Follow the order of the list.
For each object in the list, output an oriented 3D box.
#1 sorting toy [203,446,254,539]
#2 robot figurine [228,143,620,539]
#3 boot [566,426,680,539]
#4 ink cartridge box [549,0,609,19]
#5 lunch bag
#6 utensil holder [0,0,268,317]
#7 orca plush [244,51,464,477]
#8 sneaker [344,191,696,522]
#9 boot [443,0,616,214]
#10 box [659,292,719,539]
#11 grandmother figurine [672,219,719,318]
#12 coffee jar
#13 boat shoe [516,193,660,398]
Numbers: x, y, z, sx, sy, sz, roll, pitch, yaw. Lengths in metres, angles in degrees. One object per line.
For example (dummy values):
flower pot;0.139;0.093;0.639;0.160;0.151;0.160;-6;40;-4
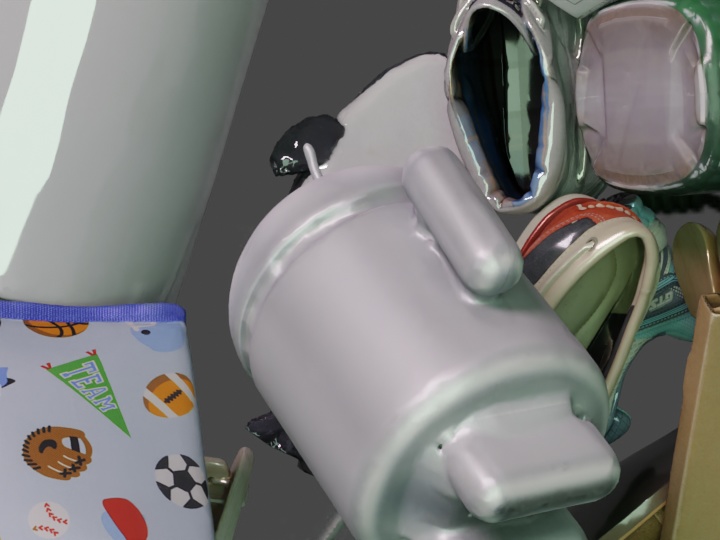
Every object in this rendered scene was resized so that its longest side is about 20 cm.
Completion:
sorting toy;-0.156;0.151;0.907;0.199;0.180;0.107;7;119;0
robot figurine;0.020;0.037;0.833;0.112;0.200;0.170;-5;132;-33
boot;0.156;0.111;0.976;0.200;0.074;0.076;-37;103;-1
ink cartridge box;0.043;-0.206;0.886;0.199;0.050;0.109;31;70;-13
lunch bag;-0.164;0.105;0.820;0.199;0.171;0.124;2;136;-18
utensil holder;-0.128;-0.094;0.912;0.169;0.170;0.201;15;95;-1
orca plush;0.000;0.000;0.965;0.105;0.071;0.201;10;73;-11
sneaker;0.077;0.060;0.966;0.200;0.078;0.086;-43;96;2
boot;0.074;-0.123;0.938;0.073;0.096;0.201;-7;93;22
box;0.213;0.093;0.935;0.163;0.021;0.201;-4;122;-13
grandmother figurine;0.248;-0.010;0.948;0.199;0.121;0.061;-4;93;-21
coffee jar;0.200;-0.080;0.916;0.199;0.104;0.086;-5;95;-27
boat shoe;0.069;0.063;0.904;0.071;0.063;0.201;24;96;-22
